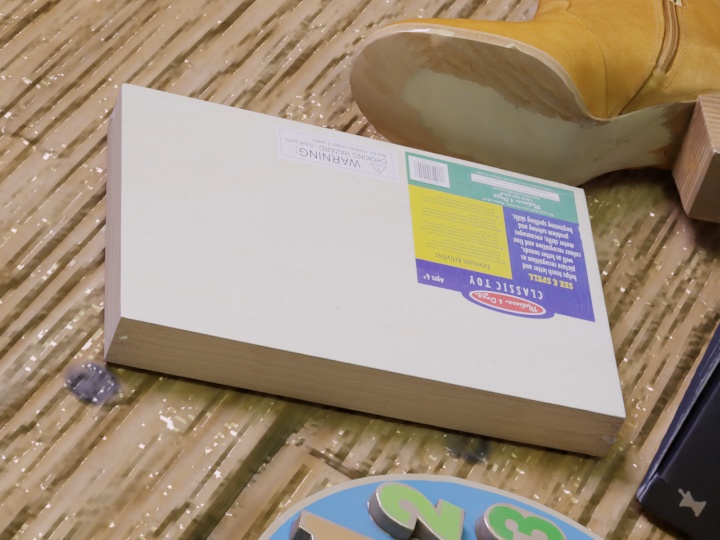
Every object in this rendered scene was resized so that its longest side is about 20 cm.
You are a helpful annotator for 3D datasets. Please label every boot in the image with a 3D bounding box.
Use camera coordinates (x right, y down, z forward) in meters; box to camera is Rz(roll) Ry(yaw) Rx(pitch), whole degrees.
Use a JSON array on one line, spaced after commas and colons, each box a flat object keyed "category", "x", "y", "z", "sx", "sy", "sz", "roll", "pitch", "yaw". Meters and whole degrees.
[{"category": "boot", "x": 0.084, "y": -0.092, "z": 1.149, "sx": 0.200, "sy": 0.071, "sz": 0.144, "roll": 15, "pitch": 34, "yaw": -16}]

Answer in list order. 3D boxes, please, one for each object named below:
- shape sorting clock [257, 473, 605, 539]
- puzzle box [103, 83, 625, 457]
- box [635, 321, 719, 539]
[{"category": "shape sorting clock", "x": 0.048, "y": 0.145, "z": 0.879, "sx": 0.199, "sy": 0.039, "sz": 0.201, "roll": 14, "pitch": 41, "yaw": -12}, {"category": "puzzle box", "x": 0.000, "y": 0.000, "z": 1.027, "sx": 0.199, "sy": 0.025, "sz": 0.133, "roll": 12, "pitch": 40, "yaw": -15}, {"category": "box", "x": 0.203, "y": 0.011, "z": 1.024, "sx": 0.104, "sy": 0.148, "sz": 0.200, "roll": 29, "pitch": 40, "yaw": 5}]
